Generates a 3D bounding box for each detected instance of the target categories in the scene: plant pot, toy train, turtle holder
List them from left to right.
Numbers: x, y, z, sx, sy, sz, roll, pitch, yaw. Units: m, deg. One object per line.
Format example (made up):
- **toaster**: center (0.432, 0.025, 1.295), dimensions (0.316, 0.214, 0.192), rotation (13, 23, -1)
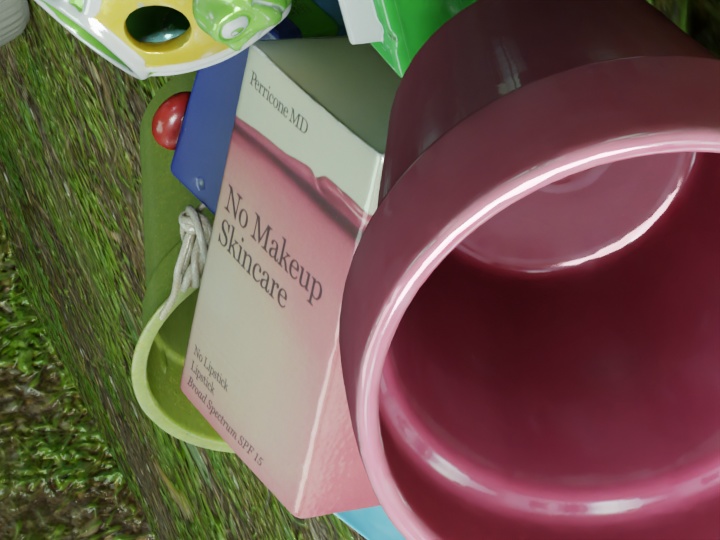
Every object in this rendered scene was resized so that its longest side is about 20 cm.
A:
- **turtle holder**: center (-0.079, -0.154, 1.110), dimensions (0.185, 0.132, 0.141), rotation (36, 175, 27)
- **plant pot**: center (-0.058, -0.026, 1.425), dimensions (0.201, 0.198, 0.191), rotation (84, 171, -52)
- **toy train**: center (-0.046, -0.067, 1.263), dimensions (0.085, 0.115, 0.201), rotation (43, 133, 28)
- **plant pot**: center (0.084, -0.008, 0.850), dimensions (0.179, 0.198, 0.201), rotation (-105, 0, -56)

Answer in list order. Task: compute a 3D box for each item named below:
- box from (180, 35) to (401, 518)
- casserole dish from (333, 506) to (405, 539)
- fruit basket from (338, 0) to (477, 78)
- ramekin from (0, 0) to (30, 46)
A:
- **box**: center (0.000, 0.000, 1.158), dimensions (0.128, 0.108, 0.201), rotation (42, 129, 45)
- **casserole dish**: center (0.050, 0.138, 1.243), dimensions (0.199, 0.039, 0.121), rotation (37, -171, 11)
- **fruit basket**: center (0.008, -0.185, 1.029), dimensions (0.186, 0.093, 0.201), rotation (73, 173, -46)
- **ramekin**: center (-0.438, -0.325, 2.568), dimensions (0.201, 0.104, 0.201), rotation (90, 154, -60)
